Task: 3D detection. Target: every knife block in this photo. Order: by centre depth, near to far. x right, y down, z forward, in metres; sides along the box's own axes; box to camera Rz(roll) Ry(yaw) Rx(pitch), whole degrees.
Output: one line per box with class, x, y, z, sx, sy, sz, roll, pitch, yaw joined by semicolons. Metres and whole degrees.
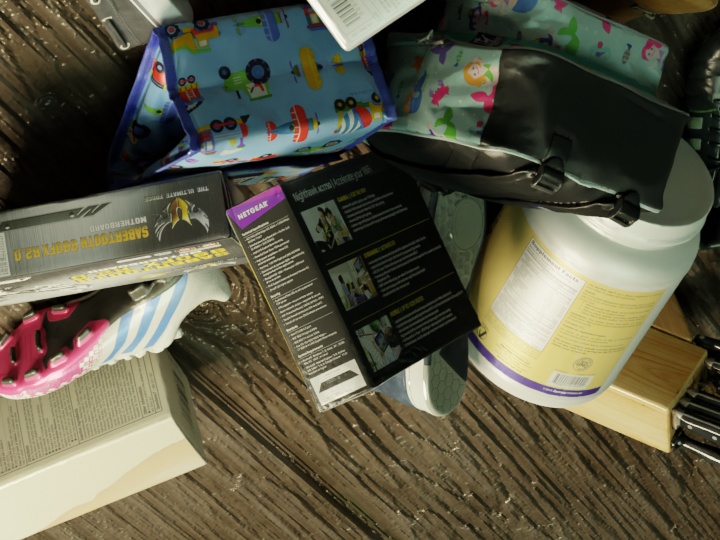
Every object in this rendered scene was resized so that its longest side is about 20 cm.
knife block;0.232;0.104;1.925;0.199;0.176;0.064;-14;140;-4

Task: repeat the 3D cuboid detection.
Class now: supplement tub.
supplement tub;0.167;-0.010;1.790;0.145;0.146;0.200;5;136;-25

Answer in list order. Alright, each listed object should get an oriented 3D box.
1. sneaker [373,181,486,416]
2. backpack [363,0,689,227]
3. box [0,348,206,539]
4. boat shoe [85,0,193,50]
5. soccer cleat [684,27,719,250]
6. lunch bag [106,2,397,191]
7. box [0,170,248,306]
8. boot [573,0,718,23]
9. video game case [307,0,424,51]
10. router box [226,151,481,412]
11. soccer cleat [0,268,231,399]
sneaker;0.016;-0.003;1.799;0.077;0.146;0.203;0;100;-50
backpack;0.104;-0.113;1.630;0.177;0.151;0.200;18;169;-35
box;-0.231;0.134;1.856;0.199;0.095;0.078;-21;141;7
boat shoe;-0.181;-0.203;1.504;0.066;0.070;0.200;-29;147;12
soccer cleat;0.274;-0.100;1.775;0.067;0.081;0.200;-7;140;-12
lunch bag;-0.086;-0.100;1.631;0.150;0.095;0.200;-12;167;-23
box;-0.178;-0.019;1.649;0.199;0.049;0.158;-10;174;2
boot;0.163;-0.203;1.566;0.199;0.069;0.188;22;160;-37
video game case;0.007;-0.262;1.453;0.182;0.024;0.200;-32;106;17
router box;0.000;0.000;1.638;0.051;0.150;0.200;-25;180;26
soccer cleat;-0.185;0.047;1.787;0.200;0.070;0.086;-33;138;18
